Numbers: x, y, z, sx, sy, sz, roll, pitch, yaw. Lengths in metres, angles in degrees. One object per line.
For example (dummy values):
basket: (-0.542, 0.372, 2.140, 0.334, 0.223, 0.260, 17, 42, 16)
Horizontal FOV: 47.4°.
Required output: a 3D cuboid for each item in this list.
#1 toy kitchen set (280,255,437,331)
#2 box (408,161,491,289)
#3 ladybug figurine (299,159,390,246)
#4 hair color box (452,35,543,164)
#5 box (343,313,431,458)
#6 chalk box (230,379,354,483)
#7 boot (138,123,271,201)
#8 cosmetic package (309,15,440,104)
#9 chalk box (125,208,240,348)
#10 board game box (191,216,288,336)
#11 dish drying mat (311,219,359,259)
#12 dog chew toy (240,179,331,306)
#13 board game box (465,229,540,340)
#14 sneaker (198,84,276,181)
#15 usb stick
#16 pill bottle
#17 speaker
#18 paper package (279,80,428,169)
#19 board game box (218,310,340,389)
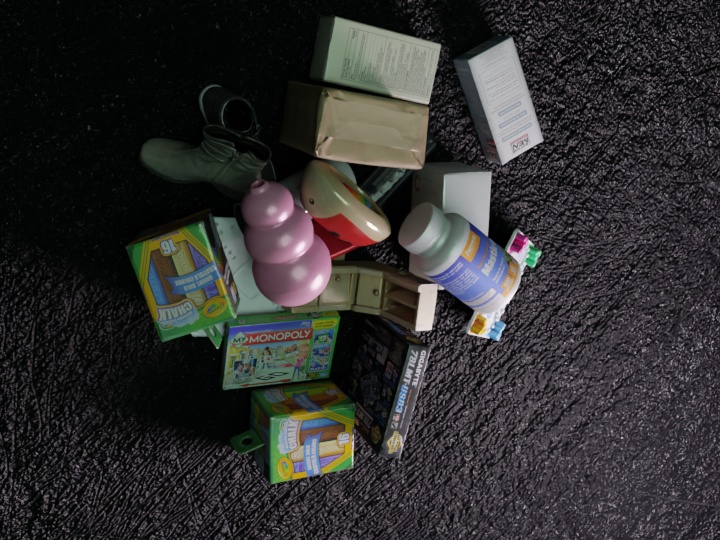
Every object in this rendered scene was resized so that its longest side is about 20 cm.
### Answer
toy kitchen set: (0.000, 0.000, 1.363, 0.198, 0.180, 0.166, -1, 104, -36)
box: (0.156, -0.083, 1.455, 0.096, 0.124, 0.203, -5, 107, -21)
ladybug figurine: (-0.027, -0.096, 1.273, 0.072, 0.136, 0.199, -44, 138, 11)
hair color box: (0.249, -0.305, 1.472, 0.098, 0.061, 0.202, -30, 114, -14)
box: (0.038, 0.193, 1.437, 0.049, 0.200, 0.201, 10, 99, -24)
chalk box: (-0.123, 0.278, 1.422, 0.197, 0.125, 0.126, -4, 106, -24)
boot: (-0.232, -0.181, 1.226, 0.197, 0.131, 0.068, 17, 62, -6)
cosmetic package: (0.024, -0.345, 1.352, 0.198, 0.071, 0.107, 8, 102, -26)
chalk box: (-0.263, 0.025, 1.271, 0.122, 0.125, 0.203, -17, 103, -1)
board game box: (-0.186, 0.010, 1.383, 0.197, 0.026, 0.203, 1, 104, -25)
dish drying mat: (-0.073, -0.045, 1.345, 0.198, 0.018, 0.077, -25, 71, -13)
dog chew toy: (-0.119, -0.045, 1.228, 0.124, 0.124, 0.202, -30, 126, -14)
board game box: (0.270, 0.034, 1.518, 0.202, 0.026, 0.200, -64, 159, 3)
sneaker: (-0.181, -0.194, 1.286, 0.070, 0.099, 0.201, -35, 118, -14)
usb stick: (0.054, -0.171, 1.433, 0.055, 0.033, 0.200, 43, 84, -7)
pill bottle: (0.160, -0.023, 1.341, 0.199, 0.112, 0.113, 35, 89, -26)
speaker: (-0.106, -0.115, 1.337, 0.199, 0.081, 0.082, -32, 115, -24)
paper package: (-0.014, -0.230, 1.295, 0.188, 0.200, 0.105, 5, 102, -24)
board game box: (-0.140, 0.135, 1.415, 0.197, 0.029, 0.136, -4, 125, -23)
